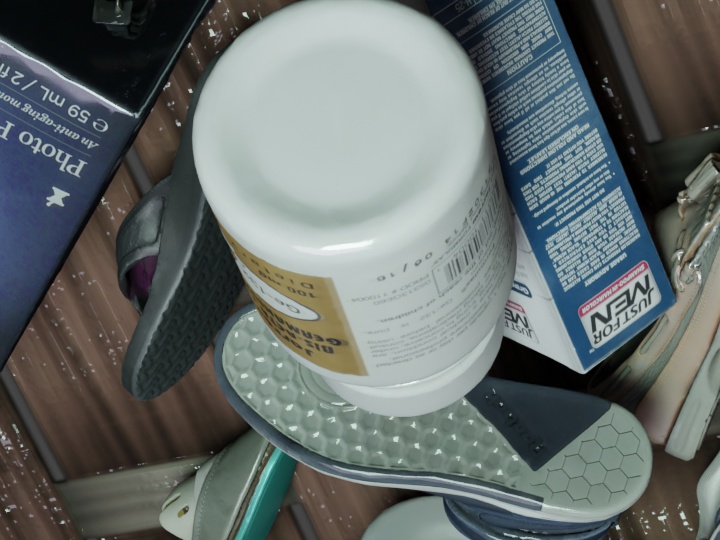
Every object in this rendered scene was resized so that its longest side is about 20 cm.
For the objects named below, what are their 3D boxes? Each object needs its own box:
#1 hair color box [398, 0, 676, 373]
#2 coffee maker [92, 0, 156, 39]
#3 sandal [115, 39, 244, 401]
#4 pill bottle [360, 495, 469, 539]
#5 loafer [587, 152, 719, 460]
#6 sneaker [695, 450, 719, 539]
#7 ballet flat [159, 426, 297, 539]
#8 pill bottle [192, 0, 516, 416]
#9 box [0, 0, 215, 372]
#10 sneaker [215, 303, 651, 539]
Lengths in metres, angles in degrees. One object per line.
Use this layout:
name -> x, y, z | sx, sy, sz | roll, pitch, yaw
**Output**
hair color box -> 0.057, -0.061, 1.186 | 0.100, 0.060, 0.201 | 26, 146, 56
coffee maker -> 0.014, -0.177, 1.073 | 0.199, 0.135, 0.193 | 7, 92, 12
sandal -> -0.080, -0.029, 1.283 | 0.048, 0.075, 0.201 | 33, 124, 24
pill bottle -> 0.028, 0.222, 1.391 | 0.113, 0.114, 0.201 | 20, 128, 2
loafer -> 0.151, 0.003, 1.229 | 0.063, 0.072, 0.201 | 21, 131, 10
sneaker -> 0.248, 0.122, 1.276 | 0.202, 0.077, 0.146 | -32, 113, 33
ballet flat -> -0.079, 0.145, 1.401 | 0.063, 0.067, 0.201 | 23, 128, 13
pill bottle -> 0.005, -0.017, 1.103 | 0.114, 0.115, 0.200 | 7, 157, 12
box -> -0.205, -0.080, 1.242 | 0.199, 0.123, 0.199 | 29, 129, -5
sneaker -> 0.030, 0.079, 1.265 | 0.202, 0.077, 0.146 | 20, 169, 5
